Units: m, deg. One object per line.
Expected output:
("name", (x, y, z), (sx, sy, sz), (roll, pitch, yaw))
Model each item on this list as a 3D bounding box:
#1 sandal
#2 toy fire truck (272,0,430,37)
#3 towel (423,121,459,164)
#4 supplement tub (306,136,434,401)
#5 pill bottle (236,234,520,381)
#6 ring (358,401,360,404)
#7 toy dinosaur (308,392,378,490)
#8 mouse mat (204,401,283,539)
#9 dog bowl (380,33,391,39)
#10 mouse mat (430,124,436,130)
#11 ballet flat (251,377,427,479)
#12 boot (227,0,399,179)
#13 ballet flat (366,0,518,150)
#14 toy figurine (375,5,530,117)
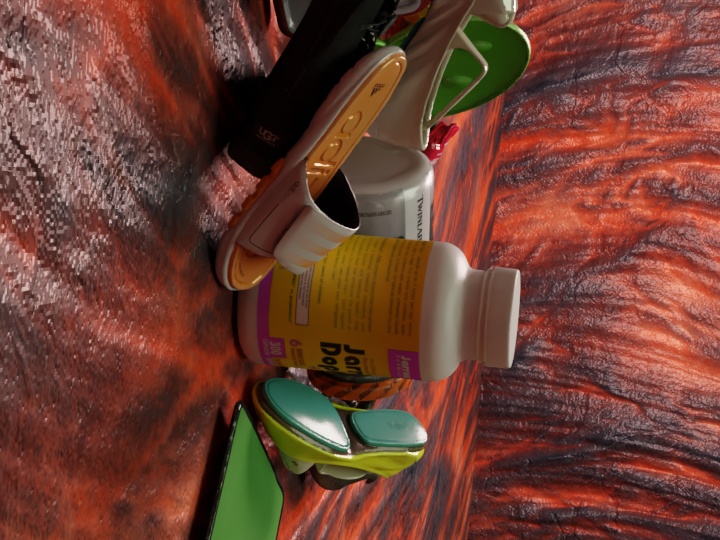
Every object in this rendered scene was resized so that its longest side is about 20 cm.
("sandal", (-0.023, -0.054, 0.888), (0.207, 0.059, 0.079), (-53, 161, 21))
("toy fire truck", (0.026, -0.257, 0.951), (0.112, 0.199, 0.168), (-105, -176, -47))
("towel", (0.036, -0.056, 1.334), (0.200, 0.022, 0.145), (-61, 176, 18))
("supplement tub", (0.000, 0.000, 1.109), (0.123, 0.122, 0.201), (-66, 158, -60))
("pill bottle", (0.015, 0.027, 0.989), (0.104, 0.199, 0.105), (5, 90, -79))
("ring", (0.027, 0.057, 1.483), (0.200, 0.019, 0.201), (13, 90, -87))
("toy dinosaur", (-0.024, 0.160, 1.245), (0.102, 0.077, 0.200), (-55, 164, -28))
("mouse mat", (-0.089, 0.207, 1.000), (0.200, 0.007, 0.161), (79, 19, -60))
("dog bowl", (0.038, -0.246, 1.333), (0.200, 0.073, 0.201), (6, 90, -80))
("mouse mat", (0.038, -0.104, 1.301), (0.200, 0.008, 0.161), (-52, 172, -47))
("ballet flat", (-0.026, 0.139, 1.083), (0.200, 0.067, 0.067), (18, 35, -46))
("boot", (-0.007, -0.171, 0.917), (0.200, 0.065, 0.165), (-61, -179, 27))
("ballet flat", (0.069, -0.168, 0.912), (0.200, 0.069, 0.069), (-59, 180, 23))
("toy figurine", (0.032, -0.248, 1.162), (0.150, 0.199, 0.185), (119, -36, -59))
